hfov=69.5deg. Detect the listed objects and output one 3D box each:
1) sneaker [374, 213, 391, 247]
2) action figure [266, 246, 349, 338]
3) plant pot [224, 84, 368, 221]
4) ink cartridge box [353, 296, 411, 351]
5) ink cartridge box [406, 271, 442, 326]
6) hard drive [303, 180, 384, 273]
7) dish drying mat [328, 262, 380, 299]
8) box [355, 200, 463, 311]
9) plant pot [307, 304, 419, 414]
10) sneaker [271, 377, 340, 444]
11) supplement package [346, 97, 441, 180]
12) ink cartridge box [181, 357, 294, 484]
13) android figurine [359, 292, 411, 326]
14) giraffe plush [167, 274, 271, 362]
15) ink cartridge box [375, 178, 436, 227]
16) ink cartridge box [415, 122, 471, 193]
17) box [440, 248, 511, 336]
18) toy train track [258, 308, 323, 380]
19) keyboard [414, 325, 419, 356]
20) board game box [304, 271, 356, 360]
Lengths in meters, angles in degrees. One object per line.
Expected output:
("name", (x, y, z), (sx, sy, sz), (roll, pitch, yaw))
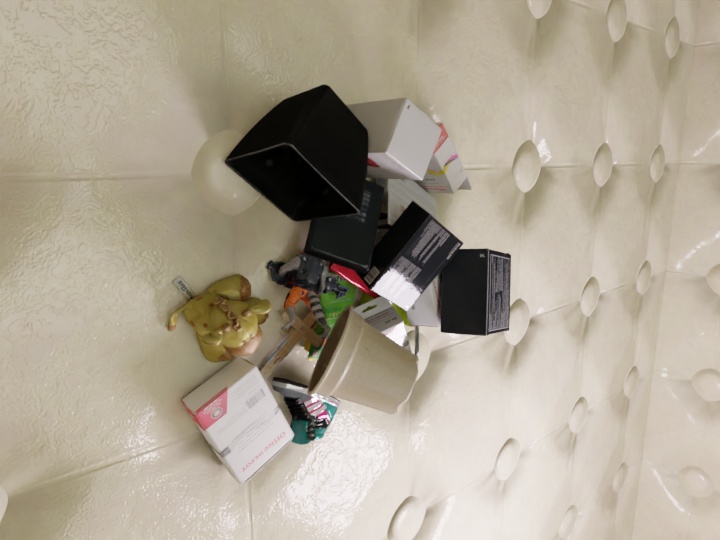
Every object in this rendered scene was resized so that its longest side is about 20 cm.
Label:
("sneaker", (0.012, -0.058, 1.184), (0.200, 0.075, 0.116), (-18, 109, -39))
("action figure", (-0.087, 0.036, 1.073), (0.199, 0.104, 0.195), (12, 63, -33))
("plant pot", (-0.097, -0.229, 0.987), (0.199, 0.199, 0.179), (39, 63, -38))
("ink cartridge box", (0.050, 0.166, 1.227), (0.115, 0.067, 0.201), (-24, 126, -8))
("ink cartridge box", (0.184, 0.028, 1.308), (0.200, 0.083, 0.147), (-48, 129, -46))
("hard drive", (-0.030, -0.107, 1.089), (0.139, 0.033, 0.202), (19, 65, -16))
("dish drying mat", (0.000, 0.000, 1.160), (0.200, 0.018, 0.077), (35, 64, -49))
("box", (0.108, -0.028, 1.136), (0.141, 0.079, 0.200), (32, 101, -40))
("plant pot", (0.014, 0.202, 1.081), (0.182, 0.200, 0.202), (27, 80, -7))
("sneaker", (-0.134, 0.315, 1.141), (0.200, 0.083, 0.122), (36, 67, -41))
("supplement package", (0.045, -0.270, 1.084), (0.121, 0.199, 0.121), (27, 82, -40))
("ink cartridge box", (-0.240, 0.299, 1.041), (0.145, 0.084, 0.201), (-37, 119, -29))
("android figurine", (0.075, 0.081, 1.294), (0.199, 0.041, 0.184), (20, 87, -43))
("giraffe plush", (-0.236, 0.091, 0.946), (0.200, 0.162, 0.173), (40, 74, -39))
("ink cartridge box", (0.111, -0.136, 1.225), (0.199, 0.043, 0.175), (30, 53, -41))
("ink cartridge box", (0.178, -0.253, 1.257), (0.068, 0.116, 0.200), (-51, 126, -21))
("box", (0.285, 0.051, 1.274), (0.198, 0.122, 0.202), (6, 86, -60))
("toy train track", (-0.157, 0.154, 1.114), (0.200, 0.032, 0.115), (-50, 116, -11))
("keyboard", (0.141, 0.170, 1.295), (0.200, 0.011, 0.057), (-75, 167, -66))
("board game box", (-0.068, 0.106, 1.184), (0.095, 0.030, 0.202), (12, 89, -40))
